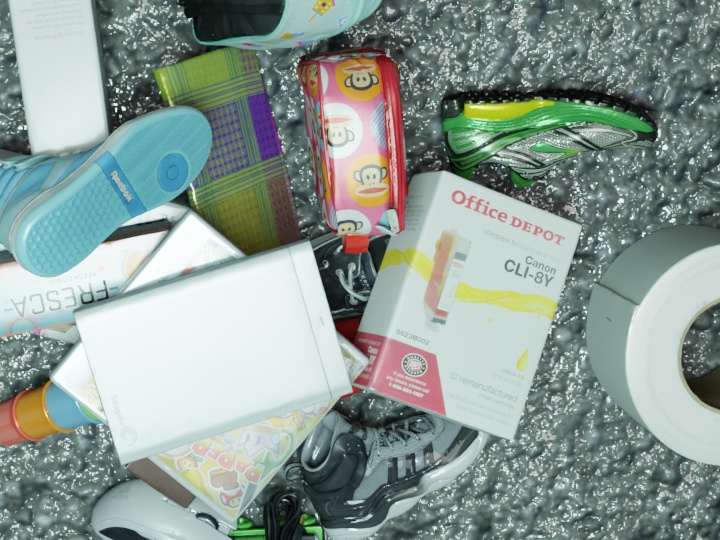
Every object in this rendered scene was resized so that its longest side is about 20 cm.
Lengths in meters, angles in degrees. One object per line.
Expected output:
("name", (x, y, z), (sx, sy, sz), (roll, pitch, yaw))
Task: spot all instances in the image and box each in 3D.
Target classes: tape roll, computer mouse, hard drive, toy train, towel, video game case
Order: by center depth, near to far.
("hard drive", (-0.119, 0.066, 1.307), (0.199, 0.027, 0.133), (-17, 101, -6))
("video game case", (-0.124, 0.081, 1.333), (0.200, 0.023, 0.182), (40, 91, -13))
("towel", (-0.115, -0.093, 1.415), (0.023, 0.143, 0.201), (-6, 103, 33))
("computer mouse", (-0.152, 0.228, 1.451), (0.199, 0.110, 0.044), (10, 135, 12))
("tape roll", (0.322, 0.065, 1.480), (0.202, 0.139, 0.204), (-1, 99, -7))
("toy train", (-0.129, 0.256, 1.494), (0.199, 0.056, 0.042), (-3, 99, -6))

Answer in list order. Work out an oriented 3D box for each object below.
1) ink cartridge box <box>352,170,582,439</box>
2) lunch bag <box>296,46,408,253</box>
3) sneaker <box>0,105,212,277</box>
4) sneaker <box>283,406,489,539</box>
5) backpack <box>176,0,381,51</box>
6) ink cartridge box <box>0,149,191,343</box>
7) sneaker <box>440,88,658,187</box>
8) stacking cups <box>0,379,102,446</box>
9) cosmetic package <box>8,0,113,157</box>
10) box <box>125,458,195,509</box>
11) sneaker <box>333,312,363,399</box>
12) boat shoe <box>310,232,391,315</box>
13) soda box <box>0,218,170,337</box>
("ink cartridge box", (0.089, 0.028, 1.402), (0.145, 0.083, 0.201), (20, 85, -17))
("lunch bag", (-0.007, -0.101, 1.384), (0.081, 0.200, 0.177), (-5, 102, -5))
("sneaker", (-0.228, -0.082, 1.324), (0.200, 0.130, 0.080), (-37, 125, -25))
("sneaker", (0.025, 0.158, 1.474), (0.200, 0.076, 0.114), (-38, 121, 3))
("backpack", (-0.060, -0.274, 1.353), (0.153, 0.200, 0.177), (-3, 97, -23))
("ink cartridge box", (-0.254, -0.013, 1.424), (0.199, 0.084, 0.146), (14, 97, -9))
("sneaker", (0.174, -0.122, 1.474), (0.199, 0.078, 0.086), (-1, 105, 2))
("stacking cups", (-0.251, 0.112, 1.410), (0.199, 0.060, 0.061), (-19, 102, 29))
("cosmetic package", (-0.261, -0.200, 1.388), (0.071, 0.101, 0.201), (-7, 100, -6))
("box", (-0.119, 0.104, 1.426), (0.075, 0.100, 0.200), (38, 109, -10))
("sneaker", (0.014, 0.070, 1.469), (0.199, 0.085, 0.077), (-24, 99, -4))
("boat shoe", (0.000, 0.000, 1.462), (0.199, 0.068, 0.072), (-27, 113, -4))
("soda box", (-0.252, 0.010, 1.349), (0.199, 0.068, 0.064), (-11, 102, -6))
